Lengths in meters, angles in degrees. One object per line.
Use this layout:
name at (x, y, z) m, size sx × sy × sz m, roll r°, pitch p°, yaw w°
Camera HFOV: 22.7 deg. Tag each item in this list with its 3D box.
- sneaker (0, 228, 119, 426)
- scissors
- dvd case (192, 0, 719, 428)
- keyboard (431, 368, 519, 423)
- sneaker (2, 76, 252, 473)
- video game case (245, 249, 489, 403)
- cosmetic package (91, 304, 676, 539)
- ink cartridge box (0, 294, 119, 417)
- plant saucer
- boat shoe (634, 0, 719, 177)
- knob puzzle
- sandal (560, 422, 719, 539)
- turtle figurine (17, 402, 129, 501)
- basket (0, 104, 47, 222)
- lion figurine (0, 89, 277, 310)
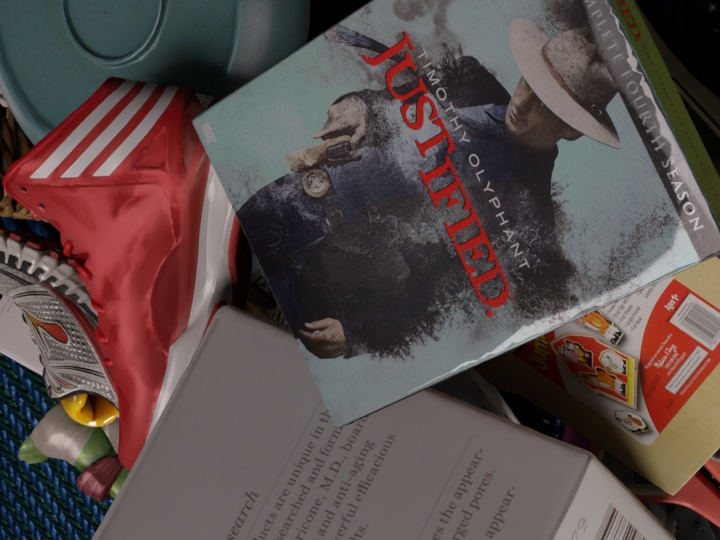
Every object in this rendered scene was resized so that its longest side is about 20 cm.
sneaker at (-0.153, 0.035, 0.960) m, size 0.200 × 0.078 × 0.082 m, roll 29°, pitch 95°, yaw 38°
scissors at (0.191, 0.117, 0.836) m, size 0.200 × 0.014 × 0.073 m, roll 37°, pitch 102°, yaw -8°
dvd case at (0.033, -0.037, 0.685) m, size 0.200 × 0.022 × 0.146 m, roll -27°, pitch 87°, yaw 37°
keyboard at (0.080, 0.114, 0.921) m, size 0.056 × 0.011 × 0.200 m, roll -5°, pitch 131°, yaw 42°
sneaker at (-0.114, -0.001, 0.849) m, size 0.115 × 0.078 × 0.200 m, roll 19°, pitch 110°, yaw 5°
video game case at (0.000, 0.000, 0.911) m, size 0.181 × 0.025 × 0.200 m, roll 40°, pitch 144°, yaw 15°
cosmetic package at (0.011, 0.143, 0.804) m, size 0.200 × 0.165 × 0.165 m, roll 20°, pitch 167°, yaw 34°
ink cartridge box at (-0.109, 0.064, 1.042) m, size 0.200 × 0.067 × 0.117 m, roll 23°, pitch 171°, yaw 33°
plant saucer at (-0.114, -0.132, 0.867) m, size 0.200 × 0.027 × 0.201 m, roll 4°, pitch 97°, yaw 31°
boat shoe at (0.105, -0.057, 0.740) m, size 0.200 × 0.064 × 0.071 m, roll 51°, pitch 145°, yaw 1°
knob puzzle at (0.082, -0.003, 0.750) m, size 0.219 × 0.030 × 0.220 m, roll 30°, pitch 152°, yaw 18°
sandal at (0.123, 0.095, 0.869) m, size 0.075 × 0.048 × 0.201 m, roll 4°, pitch 123°, yaw 46°
turtle figurine at (-0.133, 0.181, 1.147) m, size 0.194 × 0.144 × 0.200 m, roll 41°, pitch 140°, yaw 18°
basket at (-0.263, -0.106, 1.106) m, size 0.200 × 0.149 × 0.143 m, roll 5°, pitch 91°, yaw 46°
lion figurine at (-0.113, -0.062, 0.931) m, size 0.200 × 0.072 × 0.123 m, roll 23°, pitch 122°, yaw 35°
